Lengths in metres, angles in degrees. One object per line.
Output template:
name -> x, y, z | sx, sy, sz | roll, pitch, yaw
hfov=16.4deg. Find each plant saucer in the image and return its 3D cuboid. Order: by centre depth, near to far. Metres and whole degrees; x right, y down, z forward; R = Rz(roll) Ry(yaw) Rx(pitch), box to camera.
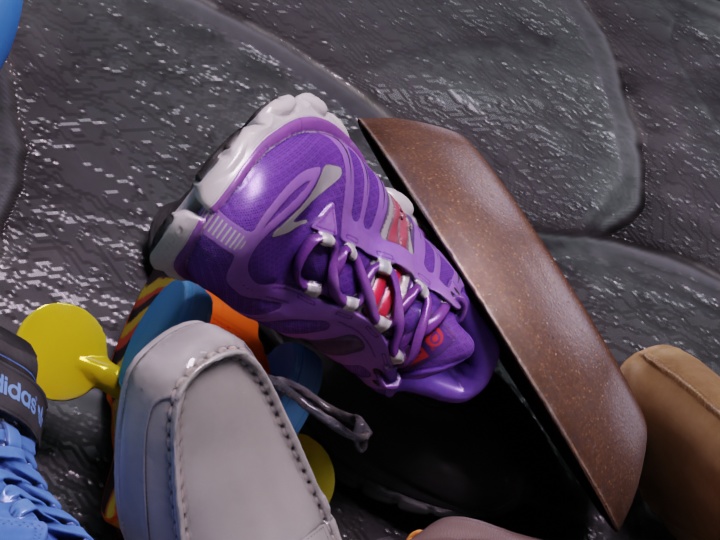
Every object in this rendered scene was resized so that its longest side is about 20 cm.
plant saucer -> 0.065, 0.014, 1.028 | 0.201, 0.037, 0.200 | 57, 0, 0

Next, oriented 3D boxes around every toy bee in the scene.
toy bee -> -0.072, 0.059, 0.911 | 0.131, 0.109, 0.200 | 33, 5, 1

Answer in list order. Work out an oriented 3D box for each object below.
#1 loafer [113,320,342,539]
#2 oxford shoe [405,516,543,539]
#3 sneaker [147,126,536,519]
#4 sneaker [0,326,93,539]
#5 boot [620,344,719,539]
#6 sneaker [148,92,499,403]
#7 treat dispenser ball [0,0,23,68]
loafer -> -0.025, 0.109, 0.794 | 0.070, 0.201, 0.070 | -34, 32, -30
oxford shoe -> 0.025, 0.131, 0.933 | 0.199, 0.072, 0.073 | 10, 21, -42
sneaker -> 0.000, 0.019, 1.021 | 0.200, 0.091, 0.076 | 43, 31, 12
sneaker -> -0.114, 0.065, 0.758 | 0.077, 0.199, 0.112 | 44, 58, -47
boot -> 0.180, 0.130, 1.010 | 0.066, 0.176, 0.200 | -19, 15, -13
sneaker -> 0.000, 0.000, 0.884 | 0.083, 0.081, 0.200 | 42, 7, 28
treat dispenser ball -> -0.220, -0.114, 0.896 | 0.200, 0.201, 0.201 | 23, 34, -17
